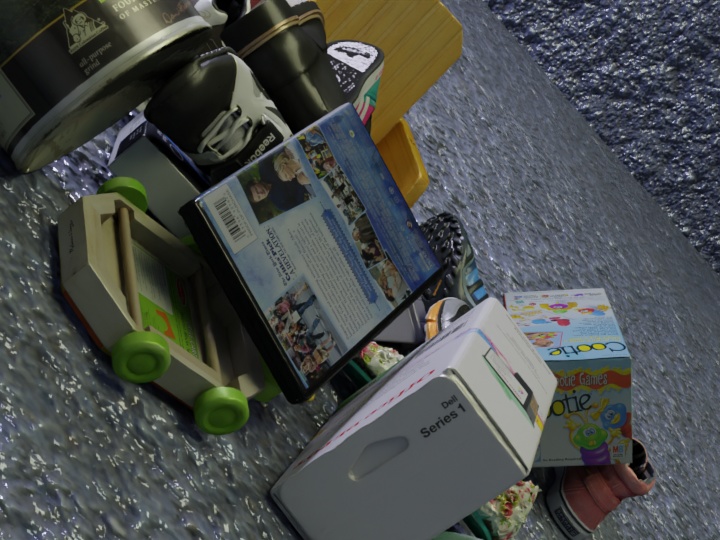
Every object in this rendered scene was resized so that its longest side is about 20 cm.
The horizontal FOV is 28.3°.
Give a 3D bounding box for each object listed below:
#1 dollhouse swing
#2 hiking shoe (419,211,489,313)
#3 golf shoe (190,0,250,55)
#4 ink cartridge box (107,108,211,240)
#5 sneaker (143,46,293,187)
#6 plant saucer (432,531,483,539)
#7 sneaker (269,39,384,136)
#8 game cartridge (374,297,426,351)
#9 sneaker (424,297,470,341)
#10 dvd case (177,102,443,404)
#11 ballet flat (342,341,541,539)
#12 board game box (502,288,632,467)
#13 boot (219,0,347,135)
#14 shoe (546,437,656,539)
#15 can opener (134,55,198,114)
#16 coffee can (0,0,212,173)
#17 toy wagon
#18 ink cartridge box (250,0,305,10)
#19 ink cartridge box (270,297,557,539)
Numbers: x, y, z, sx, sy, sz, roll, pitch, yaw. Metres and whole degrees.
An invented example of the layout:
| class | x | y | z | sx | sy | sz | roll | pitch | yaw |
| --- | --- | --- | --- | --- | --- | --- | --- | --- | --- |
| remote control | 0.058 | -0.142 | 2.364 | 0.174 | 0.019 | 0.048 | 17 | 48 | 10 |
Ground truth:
| class | x | y | z | sx | sy | sz | roll | pitch | yaw |
| --- | --- | --- | --- | --- | --- | --- | --- | --- | --- |
| dollhouse swing | 0.016 | -0.181 | 1.384 | 0.200 | 0.176 | 0.182 | 41 | 21 | -37 |
| hiking shoe | 0.091 | 0.035 | 1.360 | 0.087 | 0.074 | 0.200 | 47 | 26 | -44 |
| golf shoe | -0.118 | -0.194 | 1.199 | 0.078 | 0.094 | 0.200 | 51 | 16 | -3 |
| ink cartridge box | -0.094 | -0.024 | 1.002 | 0.200 | 0.039 | 0.099 | 49 | 8 | -18 |
| sneaker | -0.079 | -0.089 | 0.973 | 0.089 | 0.074 | 0.200 | 50 | 6 | 13 |
| plant saucer | 0.109 | 0.263 | 1.005 | 0.200 | 0.036 | 0.200 | 46 | 19 | -21 |
| sneaker | -0.040 | -0.112 | 1.232 | 0.084 | 0.121 | 0.200 | 18 | 33 | 17 |
| game cartridge | 0.000 | 0.000 | 1.179 | 0.200 | 0.038 | 0.130 | 10 | 67 | -66 |
| sneaker | 0.100 | 0.096 | 1.198 | 0.200 | 0.077 | 0.078 | -97 | 169 | -49 |
| dvd case | -0.025 | -0.017 | 0.946 | 0.143 | 0.018 | 0.200 | 61 | 37 | -9 |
| ballet flat | 0.061 | 0.119 | 1.087 | 0.200 | 0.064 | 0.076 | 52 | -14 | -2 |
| board game box | 0.192 | 0.097 | 1.340 | 0.200 | 0.105 | 0.103 | -79 | 166 | -73 |
| boot | -0.039 | -0.133 | 1.109 | 0.138 | 0.077 | 0.200 | 57 | 14 | -3 |
| shoe | 0.239 | 0.191 | 1.387 | 0.071 | 0.091 | 0.200 | 53 | 17 | -2 |
| can opener | -0.109 | -0.104 | 1.091 | 0.200 | 0.067 | 0.053 | 37 | 24 | -42 |
| coffee can | -0.206 | -0.180 | 0.853 | 0.200 | 0.146 | 0.146 | 53 | 17 | -3 |
| toy wagon | -0.105 | 0.034 | 0.884 | 0.200 | 0.040 | 0.155 | 41 | 21 | -38 |
| ink cartridge box | -0.081 | -0.259 | 1.464 | 0.200 | 0.067 | 0.117 | 38 | 23 | -36 |
| ink cartridge box | 0.043 | 0.108 | 0.943 | 0.084 | 0.145 | 0.200 | 53 | 17 | -1 |
